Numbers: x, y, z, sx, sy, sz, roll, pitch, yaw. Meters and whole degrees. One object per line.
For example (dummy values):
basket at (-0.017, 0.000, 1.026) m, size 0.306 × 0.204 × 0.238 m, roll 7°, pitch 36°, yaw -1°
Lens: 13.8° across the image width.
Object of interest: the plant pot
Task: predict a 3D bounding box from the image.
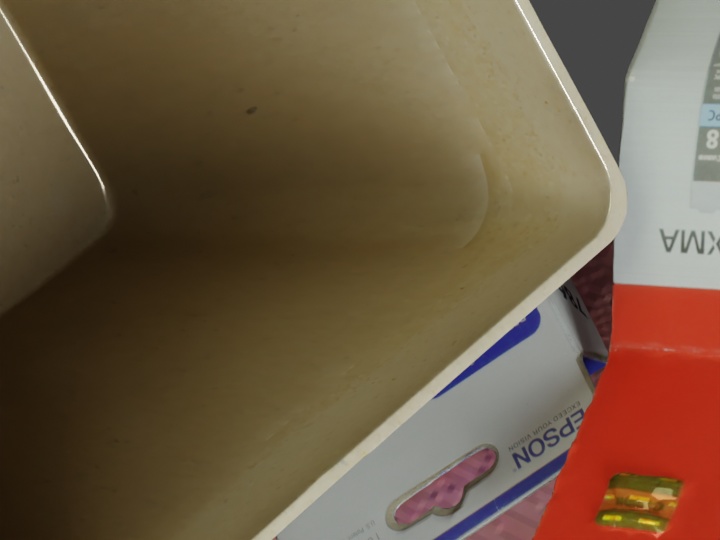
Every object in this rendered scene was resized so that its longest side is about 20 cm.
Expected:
plant pot at (-0.093, -0.039, 0.727) m, size 0.200 × 0.201 × 0.177 m, roll -40°, pitch 20°, yaw -31°

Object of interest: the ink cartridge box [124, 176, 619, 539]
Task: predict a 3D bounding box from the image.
ink cartridge box at (0.000, 0.000, 0.821) m, size 0.099 × 0.039 × 0.201 m, roll -33°, pitch 54°, yaw 13°

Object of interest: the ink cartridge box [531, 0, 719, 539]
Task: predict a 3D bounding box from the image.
ink cartridge box at (0.132, -0.013, 0.713) m, size 0.159 × 0.047 × 0.201 m, roll 4°, pitch 53°, yaw 31°
